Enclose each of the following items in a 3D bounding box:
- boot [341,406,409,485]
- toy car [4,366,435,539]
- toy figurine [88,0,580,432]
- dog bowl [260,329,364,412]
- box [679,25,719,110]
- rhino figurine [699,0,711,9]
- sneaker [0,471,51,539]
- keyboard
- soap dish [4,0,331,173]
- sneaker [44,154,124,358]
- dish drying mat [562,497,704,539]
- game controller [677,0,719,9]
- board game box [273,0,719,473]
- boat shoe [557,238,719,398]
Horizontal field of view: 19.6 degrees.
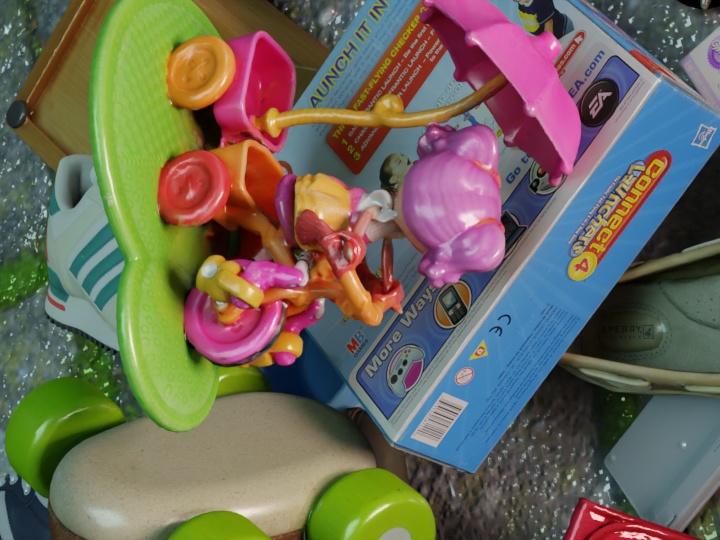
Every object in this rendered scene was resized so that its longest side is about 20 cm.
[{"bbox_3d":[0.046,0.154,1.000,0.096,0.075,0.201,-16,72,19],"label":"boot"},{"bbox_3d":[-0.073,0.164,0.968,0.164,0.157,0.201,34,126,46],"label":"toy car"},{"bbox_3d":[0.000,-0.039,0.864,0.183,0.150,0.201,-8,63,23],"label":"toy figurine"},{"bbox_3d":[0.000,0.000,1.079,0.111,0.049,0.201,28,96,39],"label":"dog bowl"},{"bbox_3d":[0.210,-0.029,0.928,0.041,0.039,0.201,-40,57,23],"label":"box"},{"bbox_3d":[0.240,-0.153,0.912,0.199,0.060,0.088,-19,66,23],"label":"rhino figurine"},{"bbox_3d":[-0.195,0.131,1.183,0.199,0.070,0.109,4,85,32],"label":"sneaker"},{"bbox_3d":[0.174,0.038,0.926,0.200,0.011,0.056,-57,43,31],"label":"keyboard"},{"bbox_3d":[-0.105,-0.090,1.166,0.200,0.081,0.158,41,104,39],"label":"soap dish"},{"bbox_3d":[-0.105,-0.013,1.021,0.199,0.070,0.094,13,111,58],"label":"sneaker"},{"bbox_3d":[0.100,0.208,0.935,0.018,0.076,0.201,-167,96,-80],"label":"dish drying mat"},{"bbox_3d":[0.143,-0.216,1.031,0.104,0.042,0.200,-51,52,15],"label":"game controller"},{"bbox_3d":[0.045,-0.045,0.966,0.200,0.056,0.196,-54,41,14],"label":"board game box"},{"bbox_3d":[0.151,0.021,0.897,0.200,0.063,0.074,-4,81,54],"label":"boat shoe"}]
